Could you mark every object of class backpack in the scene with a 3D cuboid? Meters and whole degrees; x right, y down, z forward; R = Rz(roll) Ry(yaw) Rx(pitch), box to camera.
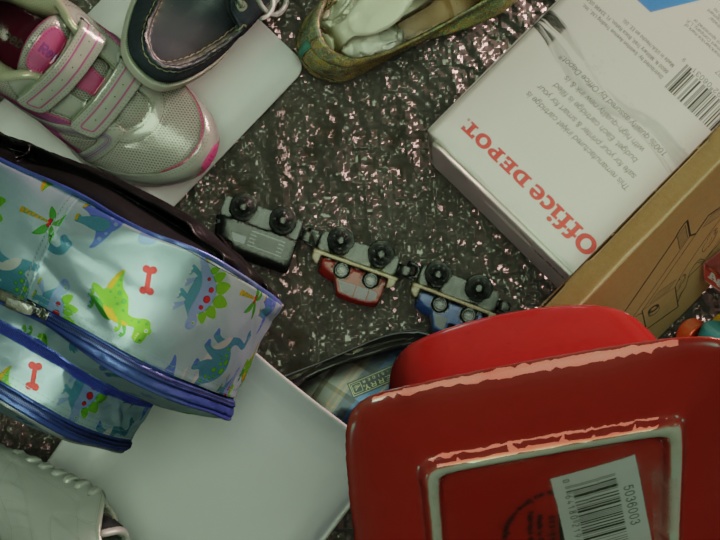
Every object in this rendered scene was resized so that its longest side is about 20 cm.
[{"bbox_3d":[-0.157,0.022,0.945,0.199,0.183,0.147,22,86,17],"label":"backpack"}]

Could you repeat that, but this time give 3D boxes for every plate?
[{"bbox_3d":[-0.103,0.140,1.003,0.199,0.032,0.200,37,93,32],"label":"plate"}]

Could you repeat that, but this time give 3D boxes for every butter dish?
[{"bbox_3d":[0.088,0.090,0.877,0.199,0.148,0.200,-9,127,-3],"label":"butter dish"}]

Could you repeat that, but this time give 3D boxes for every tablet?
[{"bbox_3d":[-0.149,-0.107,1.077,0.130,0.014,0.200,43,85,1],"label":"tablet"}]

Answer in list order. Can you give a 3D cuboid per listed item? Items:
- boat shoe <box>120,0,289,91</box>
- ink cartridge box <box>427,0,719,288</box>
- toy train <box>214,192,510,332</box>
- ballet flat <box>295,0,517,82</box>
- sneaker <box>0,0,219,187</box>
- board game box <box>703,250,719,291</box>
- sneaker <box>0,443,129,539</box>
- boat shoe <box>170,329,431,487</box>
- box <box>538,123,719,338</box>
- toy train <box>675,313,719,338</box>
[{"bbox_3d":[-0.073,-0.191,1.031,0.075,0.062,0.200,50,60,-14],"label":"boat shoe"},{"bbox_3d":[0.160,-0.098,1.049,0.200,0.084,0.146,-44,81,-4],"label":"ink cartridge box"},{"bbox_3d":[0.000,0.000,1.064,0.199,0.034,0.046,19,88,0],"label":"toy train"},{"bbox_3d":[0.049,-0.185,1.067,0.200,0.071,0.071,-29,87,-5],"label":"ballet flat"},{"bbox_3d":[-0.180,-0.118,1.025,0.200,0.088,0.082,29,84,0],"label":"sneaker"},{"bbox_3d":[0.323,-0.029,1.039,0.200,0.019,0.103,-37,52,-20],"label":"board game box"},{"bbox_3d":[-0.193,0.152,1.000,0.080,0.076,0.200,-41,58,-7],"label":"sneaker"},{"bbox_3d":[-0.032,0.094,1.037,0.199,0.066,0.070,-22,86,-3],"label":"boat shoe"},{"bbox_3d":[0.190,-0.007,1.013,0.200,0.164,0.021,-45,64,-6],"label":"box"},{"bbox_3d":[0.294,0.064,1.014,0.199,0.150,0.056,19,106,3],"label":"toy train"}]
